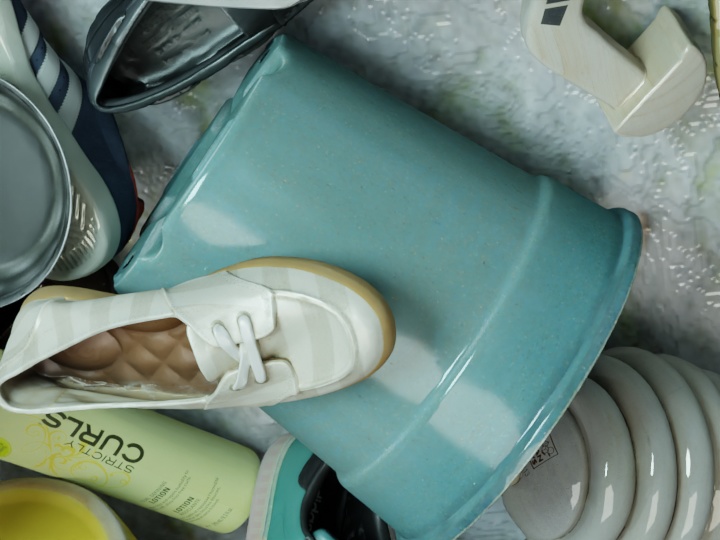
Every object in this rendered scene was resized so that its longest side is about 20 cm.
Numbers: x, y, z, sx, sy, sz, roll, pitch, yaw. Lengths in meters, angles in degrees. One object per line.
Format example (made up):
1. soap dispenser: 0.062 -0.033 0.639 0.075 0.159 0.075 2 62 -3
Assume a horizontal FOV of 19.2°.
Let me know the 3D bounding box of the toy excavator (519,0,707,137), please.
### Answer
1. toy excavator: 0.084 -0.154 0.954 0.193 0.100 0.201 1 132 -20

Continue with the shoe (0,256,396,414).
1. shoe: -0.077 0.038 0.942 0.199 0.053 0.070 -5 119 29

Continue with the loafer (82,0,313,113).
1. loafer: -0.051 -0.138 0.994 0.200 0.071 0.068 -34 116 25

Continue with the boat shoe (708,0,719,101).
1. boat shoe: 0.190 -0.148 0.964 0.066 0.072 0.202 -3 121 14

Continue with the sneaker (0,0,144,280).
1. sneaker: -0.171 -0.093 1.045 0.075 0.084 0.201 -23 96 22

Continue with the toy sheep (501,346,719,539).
1. toy sheep: 0.134 0.105 1.112 0.199 0.138 0.138 -4 134 -35

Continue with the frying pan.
1. frying pan: -0.200 -0.073 0.996 0.114 0.031 0.191 -24 92 23

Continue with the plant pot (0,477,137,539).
1. plant pot: -0.170 0.219 1.161 0.199 0.202 0.190 -4 137 8

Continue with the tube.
1. tube: -0.143 0.092 1.139 0.199 0.052 0.058 26 85 -37

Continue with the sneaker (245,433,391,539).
1. sneaker: -0.024 0.179 1.138 0.071 0.202 0.080 14 162 -31

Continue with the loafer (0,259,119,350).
1. loafer: -0.221 0.038 1.127 0.199 0.073 0.071 -32 146 14

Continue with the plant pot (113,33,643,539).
1. plant pot: 0.000 0.000 1.027 0.196 0.201 0.200 35 122 -8

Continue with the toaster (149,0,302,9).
1. toaster: -0.092 -0.198 0.889 0.179 0.119 0.201 9 101 0
